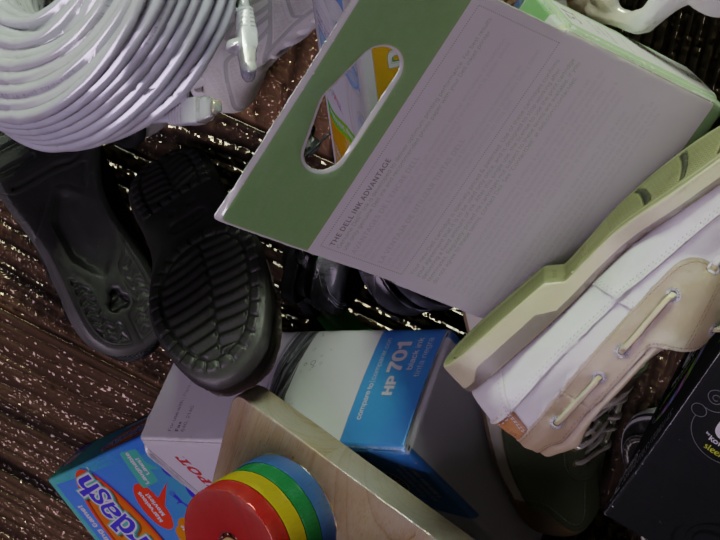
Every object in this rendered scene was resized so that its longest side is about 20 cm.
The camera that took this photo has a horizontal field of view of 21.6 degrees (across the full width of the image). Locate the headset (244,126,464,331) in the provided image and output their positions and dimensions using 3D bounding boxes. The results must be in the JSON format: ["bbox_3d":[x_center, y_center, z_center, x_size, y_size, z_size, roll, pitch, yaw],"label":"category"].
[{"bbox_3d":[0.000,0.000,1.061,0.123,0.094,0.200,2,134,35],"label":"headset"}]

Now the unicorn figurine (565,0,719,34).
[{"bbox_3d":[0.157,-0.156,0.842,0.137,0.074,0.200,3,126,40],"label":"unicorn figurine"}]

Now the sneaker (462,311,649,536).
[{"bbox_3d":[0.117,0.062,1.036,0.090,0.067,0.200,1,116,39],"label":"sneaker"}]

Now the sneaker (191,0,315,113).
[{"bbox_3d":[-0.037,-0.151,0.996,0.081,0.075,0.200,29,135,3],"label":"sneaker"}]

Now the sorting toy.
[{"bbox_3d":[-0.028,0.201,1.027,0.199,0.070,0.200,34,127,26],"label":"sorting toy"}]

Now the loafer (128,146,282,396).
[{"bbox_3d":[-0.080,0.005,1.090,0.073,0.200,0.071,-27,130,7],"label":"loafer"}]

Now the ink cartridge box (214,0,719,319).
[{"bbox_3d":[0.047,-0.058,0.846,0.200,0.048,0.146,21,114,-31],"label":"ink cartridge box"}]

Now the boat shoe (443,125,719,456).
[{"bbox_3d":[0.133,0.003,0.838,0.200,0.075,0.068,-40,94,19],"label":"boat shoe"}]

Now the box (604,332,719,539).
[{"bbox_3d":[0.226,0.045,0.884,0.124,0.149,0.200,30,134,6],"label":"box"}]

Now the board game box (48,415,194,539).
[{"bbox_3d":[-0.108,0.167,1.302,0.200,0.045,0.152,-28,103,46],"label":"board game box"}]

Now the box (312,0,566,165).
[{"bbox_3d":[0.037,-0.115,0.909,0.101,0.113,0.200,-13,124,-8],"label":"box"}]

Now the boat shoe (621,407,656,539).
[{"bbox_3d":[0.184,0.138,0.989,0.200,0.064,0.071,49,138,50],"label":"boat shoe"}]

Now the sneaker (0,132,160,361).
[{"bbox_3d":[-0.177,-0.030,1.178,0.200,0.076,0.114,62,170,9],"label":"sneaker"}]

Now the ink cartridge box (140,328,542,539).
[{"bbox_3d":[-0.005,0.106,1.118,0.200,0.086,0.146,-1,146,38],"label":"ink cartridge box"}]

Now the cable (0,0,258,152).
[{"bbox_3d":[-0.146,-0.159,0.958,0.200,0.069,0.200,-14,73,35],"label":"cable"}]

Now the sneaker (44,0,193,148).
[{"bbox_3d":[-0.170,-0.145,1.061,0.199,0.115,0.081,48,135,-4],"label":"sneaker"}]
